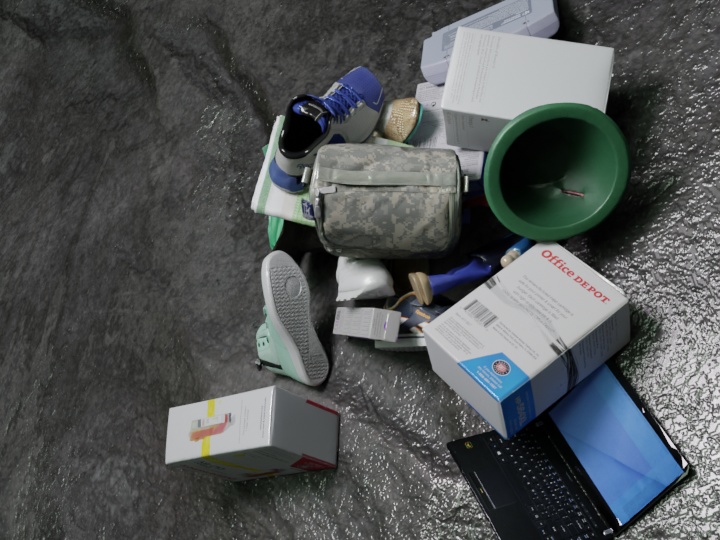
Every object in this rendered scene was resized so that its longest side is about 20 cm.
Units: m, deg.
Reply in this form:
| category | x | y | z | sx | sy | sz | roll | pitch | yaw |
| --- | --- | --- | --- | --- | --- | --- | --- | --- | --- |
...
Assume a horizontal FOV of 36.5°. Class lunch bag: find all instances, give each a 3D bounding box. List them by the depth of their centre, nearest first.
| category | x | y | z | sx | sy | sz | roll | pitch | yaw |
| --- | --- | --- | --- | --- | --- | --- | --- | --- | --- |
| lunch bag | 0.032 | -0.093 | 1.356 | 0.197 | 0.168 | 0.141 | 2 | 78 | 3 |

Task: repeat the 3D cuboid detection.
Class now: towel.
| category | x | y | z | sx | sy | sz | roll | pitch | yaw |
| --- | --- | --- | --- | --- | --- | --- | --- | --- | --- |
| towel | -0.035 | -0.121 | 1.476 | 0.198 | 0.031 | 0.151 | 14 | 70 | 2 |

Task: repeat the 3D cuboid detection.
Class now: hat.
| category | x | y | z | sx | sy | sz | roll | pitch | yaw |
| --- | --- | --- | --- | --- | --- | --- | --- | --- | --- |
| hat | 0.215 | -0.139 | 1.348 | 0.198 | 0.167 | 0.176 | -11 | 21 | 3 |
| hat | -0.050 | -0.065 | 1.571 | 0.080 | 0.201 | 0.202 | 30 | 90 | 11 |

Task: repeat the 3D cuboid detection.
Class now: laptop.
| category | x | y | z | sx | sy | sz | roll | pitch | yaw |
| --- | --- | --- | --- | --- | --- | --- | --- | --- | --- |
| laptop | 0.228 | 0.210 | 1.225 | 0.104 | 0.198 | 0.178 | 100 | 150 | -42 |

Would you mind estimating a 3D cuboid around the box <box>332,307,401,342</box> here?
| category | x | y | z | sx | sy | sz | roll | pitch | yaw |
| --- | --- | --- | --- | --- | --- | --- | --- | --- | --- |
| box | 0.006 | 0.071 | 1.451 | 0.200 | 0.038 | 0.042 | 170 | 109 | -75 |

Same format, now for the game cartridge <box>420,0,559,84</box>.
| category | x | y | z | sx | sy | sz | roll | pitch | yaw |
| --- | --- | --- | --- | --- | --- | --- | --- | --- | --- |
| game cartridge | 0.179 | -0.324 | 1.513 | 0.198 | 0.041 | 0.134 | -20 | 26 | 20 |

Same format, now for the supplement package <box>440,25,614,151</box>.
| category | x | y | z | sx | sy | sz | roll | pitch | yaw |
| --- | --- | --- | --- | --- | --- | --- | --- | --- | --- |
| supplement package | 0.211 | -0.217 | 1.380 | 0.198 | 0.117 | 0.119 | 10 | 74 | 11 |

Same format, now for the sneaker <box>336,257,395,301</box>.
| category | x | y | z | sx | sy | sz | roll | pitch | yaw |
| --- | --- | --- | --- | --- | --- | --- | --- | --- | --- |
| sneaker | 0.000 | 0.000 | 1.469 | 0.200 | 0.075 | 0.082 | -174 | 84 | -79 |

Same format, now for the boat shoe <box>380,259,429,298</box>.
| category | x | y | z | sx | sy | sz | roll | pitch | yaw |
| --- | --- | --- | --- | --- | --- | --- | --- | --- | --- |
| boat shoe | 0.041 | -0.048 | 1.534 | 0.073 | 0.063 | 0.202 | -30 | 53 | 25 |

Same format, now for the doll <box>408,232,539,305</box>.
| category | x | y | z | sx | sy | sz | roll | pitch | yaw |
| --- | --- | --- | --- | --- | --- | --- | --- | --- | --- |
| doll | 0.164 | -0.014 | 1.377 | 0.198 | 0.136 | 0.049 | -23 | 93 | -8 |

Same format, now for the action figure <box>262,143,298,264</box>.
| category | x | y | z | sx | sy | sz | roll | pitch | yaw |
| --- | --- | --- | --- | --- | --- | --- | --- | --- | --- |
| action figure | -0.106 | -0.100 | 1.689 | 0.117 | 0.054 | 0.202 | -7 | 72 | 36 |

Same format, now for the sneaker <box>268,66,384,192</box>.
| category | x | y | z | sx | sy | sz | roll | pitch | yaw |
| --- | --- | --- | --- | --- | --- | --- | --- | --- | --- |
| sneaker | -0.040 | -0.196 | 1.425 | 0.080 | 0.115 | 0.200 | 39 | 71 | 10 |

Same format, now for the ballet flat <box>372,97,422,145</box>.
| category | x | y | z | sx | sy | sz | roll | pitch | yaw |
| --- | --- | --- | --- | --- | --- | --- | --- | --- | --- |
| ballet flat | 0.032 | -0.204 | 1.546 | 0.200 | 0.065 | 0.071 | 147 | 140 | -74 |

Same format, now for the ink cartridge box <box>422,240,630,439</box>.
| category | x | y | z | sx | sy | sz | roll | pitch | yaw |
| --- | --- | --- | --- | --- | --- | --- | --- | --- | --- |
| ink cartridge box | 0.196 | 0.075 | 1.276 | 0.199 | 0.085 | 0.146 | -34 | 48 | -15 |

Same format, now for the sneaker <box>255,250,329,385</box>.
| category | x | y | z | sx | sy | sz | roll | pitch | yaw |
| --- | --- | --- | --- | --- | --- | --- | --- | --- | --- |
| sneaker | -0.124 | 0.067 | 1.551 | 0.117 | 0.073 | 0.202 | 4 | 117 | 46 |

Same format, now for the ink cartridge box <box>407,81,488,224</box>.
| category | x | y | z | sx | sy | sz | roll | pitch | yaw |
| --- | --- | --- | --- | --- | --- | --- | --- | --- | --- |
| ink cartridge box | 0.134 | -0.163 | 1.502 | 0.135 | 0.076 | 0.202 | -5 | 65 | 39 |

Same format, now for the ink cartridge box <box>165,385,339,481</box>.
| category | x | y | z | sx | sy | sz | roll | pitch | yaw |
| --- | --- | --- | --- | --- | --- | --- | --- | --- | --- |
| ink cartridge box | -0.150 | 0.230 | 1.507 | 0.198 | 0.145 | 0.084 | -15 | 62 | 35 |

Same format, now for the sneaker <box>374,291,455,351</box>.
| category | x | y | z | sx | sy | sz | roll | pitch | yaw |
| --- | --- | --- | --- | --- | --- | --- | --- | --- | --- |
| sneaker | 0.099 | 0.065 | 1.419 | 0.198 | 0.078 | 0.080 | -2 | 79 | 41 |
